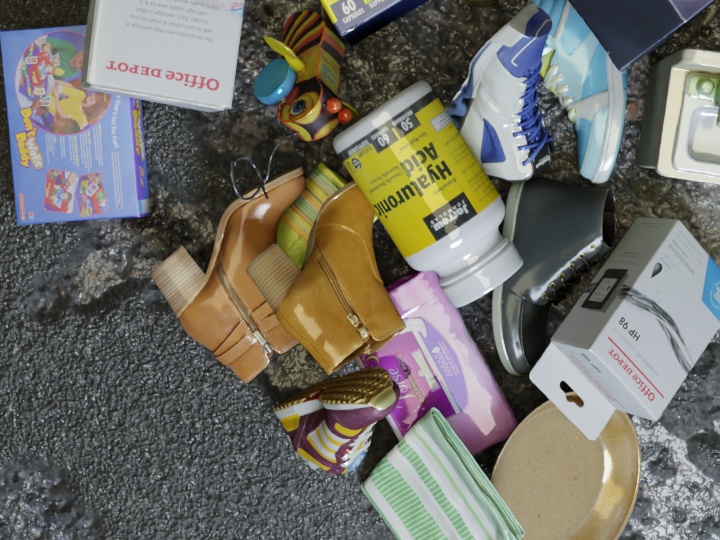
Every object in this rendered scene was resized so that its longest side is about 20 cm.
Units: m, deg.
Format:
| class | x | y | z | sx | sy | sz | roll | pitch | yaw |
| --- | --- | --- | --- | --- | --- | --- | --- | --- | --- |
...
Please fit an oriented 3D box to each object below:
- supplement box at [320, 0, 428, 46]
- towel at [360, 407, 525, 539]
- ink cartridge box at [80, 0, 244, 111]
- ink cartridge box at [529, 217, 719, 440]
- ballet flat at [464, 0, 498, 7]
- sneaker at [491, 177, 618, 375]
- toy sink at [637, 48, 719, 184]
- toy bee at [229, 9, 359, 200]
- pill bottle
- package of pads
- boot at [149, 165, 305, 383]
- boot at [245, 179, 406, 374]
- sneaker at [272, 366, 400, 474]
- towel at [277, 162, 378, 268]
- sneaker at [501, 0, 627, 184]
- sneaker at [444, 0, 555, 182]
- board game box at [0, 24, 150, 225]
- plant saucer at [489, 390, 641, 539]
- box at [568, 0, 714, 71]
| class | x | y | z | sx | sy | sz | roll | pitch | yaw |
| --- | --- | --- | --- | --- | --- | --- | --- | --- | --- |
| supplement box | -0.017 | -0.339 | 1.207 | 0.108 | 0.110 | 0.201 | -29 | 91 | 7 |
| towel | 0.076 | 0.236 | 1.212 | 0.023 | 0.200 | 0.153 | -28 | 75 | -31 |
| ink cartridge box | -0.193 | -0.269 | 1.215 | 0.146 | 0.086 | 0.202 | 8 | 93 | -19 |
| ink cartridge box | 0.267 | 0.062 | 1.188 | 0.116 | 0.067 | 0.201 | 43 | 75 | -23 |
| ballet flat | 0.183 | -0.327 | 1.212 | 0.199 | 0.071 | 0.071 | -30 | 92 | 7 |
| sneaker | 0.194 | 0.010 | 1.219 | 0.105 | 0.075 | 0.202 | 6 | 95 | 30 |
| toy sink | 0.341 | -0.136 | 1.148 | 0.129 | 0.200 | 0.113 | 8 | 95 | 4 |
| toy bee | -0.045 | -0.167 | 1.200 | 0.108 | 0.130 | 0.202 | -4 | 81 | 39 |
| pill bottle | 0.069 | -0.070 | 1.171 | 0.111 | 0.111 | 0.201 | -33 | 95 | 7 |
| package of pads | 0.069 | 0.106 | 1.255 | 0.120 | 0.076 | 0.201 | -29 | 92 | 5 |
| boot | -0.098 | 0.004 | 1.257 | 0.200 | 0.074 | 0.155 | -40 | 94 | 6 |
| boot | 0.000 | 0.000 | 1.205 | 0.201 | 0.071 | 0.144 | -40 | 82 | -23 |
| sneaker | -0.010 | 0.155 | 1.224 | 0.075 | 0.200 | 0.091 | -31 | 97 | -29 |
| towel | -0.074 | -0.013 | 1.289 | 0.086 | 0.018 | 0.200 | 43 | 98 | 6 |
| sneaker | 0.198 | -0.189 | 1.219 | 0.129 | 0.080 | 0.202 | 3 | 86 | 3 |
| sneaker | 0.150 | -0.155 | 1.184 | 0.115 | 0.081 | 0.200 | 39 | 139 | 6 |
| board game box | -0.297 | -0.152 | 1.281 | 0.133 | 0.045 | 0.202 | -3 | 95 | 5 |
| plant saucer | 0.198 | 0.215 | 1.236 | 0.199 | 0.035 | 0.202 | -7 | 104 | -29 |
| box | 0.274 | -0.333 | 1.138 | 0.200 | 0.123 | 0.199 | -39 | 92 | -23 |
